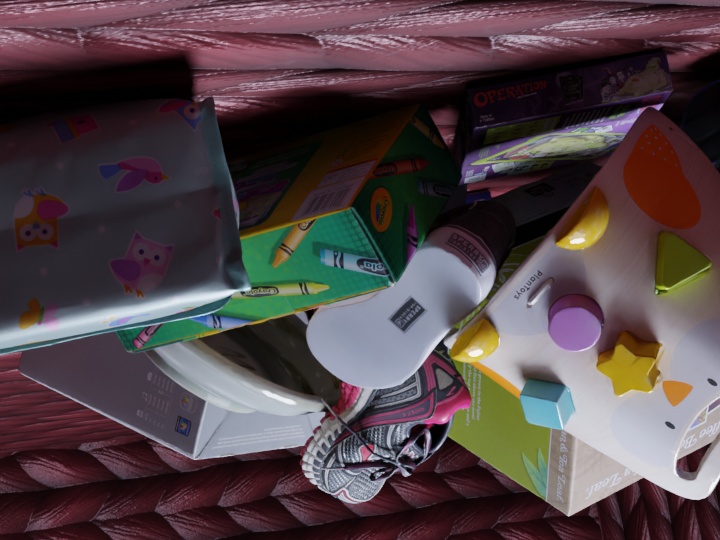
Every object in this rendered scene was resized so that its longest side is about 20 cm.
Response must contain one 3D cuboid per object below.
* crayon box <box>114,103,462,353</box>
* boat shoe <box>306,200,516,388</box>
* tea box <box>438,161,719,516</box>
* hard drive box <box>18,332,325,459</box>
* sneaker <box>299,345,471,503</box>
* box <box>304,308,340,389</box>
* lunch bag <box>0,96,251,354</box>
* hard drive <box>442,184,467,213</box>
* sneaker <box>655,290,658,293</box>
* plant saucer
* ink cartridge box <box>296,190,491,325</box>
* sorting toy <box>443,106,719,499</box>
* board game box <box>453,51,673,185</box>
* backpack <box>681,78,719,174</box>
[{"bbox_3d":[-0.052,-0.024,1.314,0.199,0.058,0.119,-15,-154,33],"label":"crayon box"},{"bbox_3d":[0.034,0.010,1.350,0.066,0.070,0.200,-48,-179,-34],"label":"boat shoe"},{"bbox_3d":[0.152,0.040,1.530,0.200,0.134,0.197,-22,-142,-35],"label":"tea box"},{"bbox_3d":[-0.146,0.077,1.765,0.200,0.077,0.156,21,-168,34],"label":"hard drive box"},{"bbox_3d":[0.016,0.111,1.495,0.081,0.075,0.200,-34,163,-27],"label":"sneaker"},{"bbox_3d":[0.000,0.000,1.458,0.050,0.075,0.200,-17,153,-15],"label":"box"},{"bbox_3d":[-0.150,-0.023,1.173,0.170,0.122,0.200,-12,-176,-7],"label":"lunch bag"},{"bbox_3d":[-0.031,-0.029,1.544,0.199,0.042,0.135,-4,163,-40],"label":"hard drive"},{"bbox_3d":[0.258,0.051,1.425,0.200,0.077,0.084,29,-172,-47],"label":"sneaker"},{"bbox_3d":[-0.102,0.048,1.542,0.050,0.200,0.200,-54,158,14],"label":"plant saucer"},{"bbox_3d":[0.008,0.003,1.680,0.199,0.094,0.044,-10,173,-4],"label":"ink cartridge box"},{"bbox_3d":[0.168,0.043,1.301,0.200,0.180,0.107,-50,-179,26],"label":"sorting toy"},{"bbox_3d":[0.120,-0.091,1.364,0.120,0.032,0.200,-7,173,-1],"label":"board game box"},{"bbox_3d":[0.308,-0.061,1.326,0.200,0.163,0.168,-18,172,41],"label":"backpack"}]
